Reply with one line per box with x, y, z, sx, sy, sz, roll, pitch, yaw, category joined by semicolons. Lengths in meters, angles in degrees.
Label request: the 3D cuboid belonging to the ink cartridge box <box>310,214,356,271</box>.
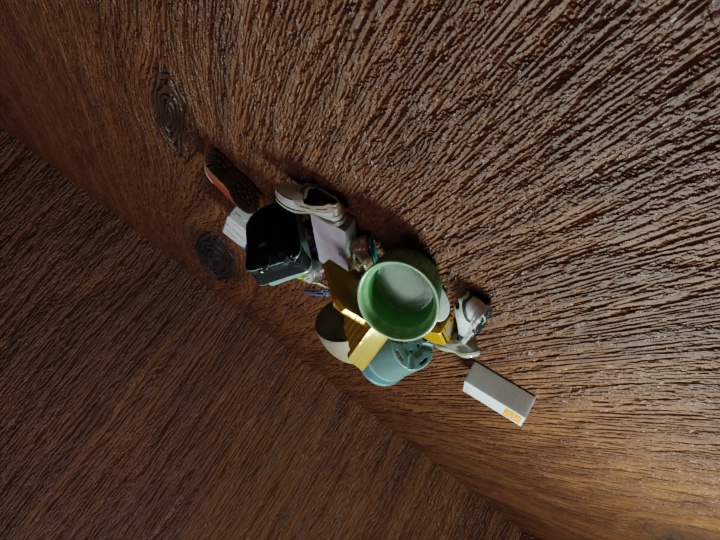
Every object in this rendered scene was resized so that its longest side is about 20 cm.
-0.062;-0.075;1.550;0.107;0.051;0.202;28;152;21;ink cartridge box

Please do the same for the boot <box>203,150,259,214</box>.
-0.363;-0.241;1.703;0.201;0.075;0.107;51;161;-15;boot

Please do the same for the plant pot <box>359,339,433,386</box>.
0.110;0.233;1.814;0.199;0.203;0.195;39;154;-12;plant pot

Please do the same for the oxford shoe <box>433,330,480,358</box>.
0.258;0.189;1.647;0.199;0.073;0.060;-173;71;-69;oxford shoe

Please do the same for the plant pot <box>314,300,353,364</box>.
-0.021;0.185;1.735;0.197;0.199;0.138;18;137;40;plant pot

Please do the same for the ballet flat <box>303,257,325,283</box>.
-0.151;-0.006;1.702;0.196;0.072;0.070;20;154;39;ballet flat

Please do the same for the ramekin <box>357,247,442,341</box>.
0.097;0.049;1.401;0.193;0.098;0.206;9;119;17;ramekin

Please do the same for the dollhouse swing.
-0.046;0.107;1.518;0.172;0.184;0.203;16;-145;-31;dollhouse swing

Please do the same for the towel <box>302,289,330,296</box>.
-0.053;0.056;1.745;0.194;0.025;0.144;-2;180;-28;towel

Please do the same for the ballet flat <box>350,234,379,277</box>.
0.020;-0.017;1.543;0.063;0.072;0.203;-4;137;17;ballet flat

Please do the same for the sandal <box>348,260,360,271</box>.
-0.004;0.005;1.629;0.212;0.078;0.069;46;165;-13;sandal

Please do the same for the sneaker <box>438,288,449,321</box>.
0.140;0.042;1.502;0.200;0.075;0.088;45;172;-5;sneaker

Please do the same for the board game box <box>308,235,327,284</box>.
-0.091;-0.025;1.746;0.165;0.057;0.198;42;160;-20;board game box

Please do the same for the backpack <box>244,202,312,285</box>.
-0.221;-0.073;1.639;0.171;0.206;0.154;-19;153;10;backpack

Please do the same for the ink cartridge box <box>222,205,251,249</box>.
-0.344;-0.131;1.893;0.143;0.085;0.199;38;162;-9;ink cartridge box

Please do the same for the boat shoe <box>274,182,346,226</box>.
-0.121;-0.174;1.439;0.195;0.076;0.069;21;152;20;boat shoe

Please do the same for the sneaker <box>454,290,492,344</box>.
0.260;0.110;1.454;0.080;0.073;0.202;44;160;18;sneaker

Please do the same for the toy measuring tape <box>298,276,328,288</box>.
-0.145;0.008;1.941;0.196;0.076;0.073;20;170;-31;toy measuring tape

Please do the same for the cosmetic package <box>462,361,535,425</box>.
0.399;0.358;1.764;0.196;0.072;0.102;30;161;20;cosmetic package

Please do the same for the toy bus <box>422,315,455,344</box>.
0.155;0.134;1.654;0.196;0.079;0.066;21;158;37;toy bus
